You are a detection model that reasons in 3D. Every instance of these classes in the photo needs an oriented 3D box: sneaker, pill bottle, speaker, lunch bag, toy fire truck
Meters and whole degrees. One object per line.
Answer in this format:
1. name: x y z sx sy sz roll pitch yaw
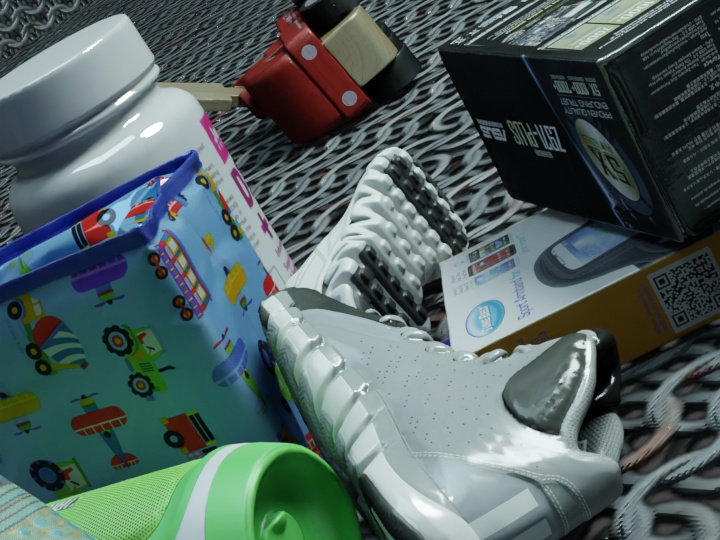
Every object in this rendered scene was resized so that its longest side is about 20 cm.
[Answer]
1. sneaker: 0.000 0.000 0.857 0.081 0.075 0.200 -34 13 27
2. pill bottle: -0.112 -0.024 0.873 0.113 0.200 0.113 -27 19 10
3. speaker: -0.098 0.125 0.646 0.200 0.089 0.088 -19 21 30
4. sneaker: 0.040 0.048 0.647 0.115 0.075 0.200 -28 35 -7
5. lunch bag: -0.129 0.063 0.750 0.200 0.151 0.094 -23 19 19
6. toy fire truck: -0.075 -0.155 1.322 0.200 0.129 0.176 -41 18 6

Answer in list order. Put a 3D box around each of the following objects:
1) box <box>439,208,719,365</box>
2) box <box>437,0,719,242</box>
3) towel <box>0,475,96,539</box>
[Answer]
1. box: 0.112 -0.002 0.731 0.200 0.042 0.119 -25 19 9
2. box: 0.161 -0.108 0.738 0.200 0.086 0.164 -33 18 -13
3. towel: -0.110 0.133 0.522 0.200 0.022 0.147 27 31 27
